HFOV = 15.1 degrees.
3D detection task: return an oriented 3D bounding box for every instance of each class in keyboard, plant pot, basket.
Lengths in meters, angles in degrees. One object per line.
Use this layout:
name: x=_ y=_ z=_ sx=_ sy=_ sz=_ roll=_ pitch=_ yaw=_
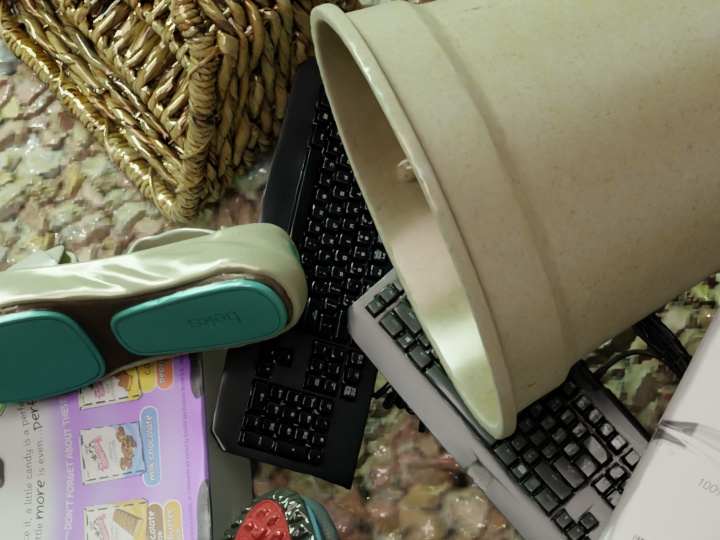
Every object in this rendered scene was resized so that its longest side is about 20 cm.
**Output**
keyboard: x=0.099 y=0.055 z=1.250 sx=0.127 sy=0.021 sz=0.200 roll=-40 pitch=77 yaw=-9
plant pot: x=0.101 y=-0.056 z=1.171 sx=0.183 sy=0.201 sz=0.201 roll=-24 pitch=65 yaw=-6
basket: x=-0.114 y=-0.148 z=1.348 sx=0.149 sy=0.143 sz=0.200 roll=-42 pitch=64 yaw=0
keyboard: x=0.000 y=0.000 z=1.288 sx=0.104 sy=0.040 sz=0.201 roll=17 pitch=75 yaw=-17

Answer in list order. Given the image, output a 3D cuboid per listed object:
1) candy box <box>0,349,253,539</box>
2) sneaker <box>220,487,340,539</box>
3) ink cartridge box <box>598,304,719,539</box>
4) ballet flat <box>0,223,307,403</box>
candy box: x=-0.156 y=0.107 z=1.313 sx=0.199 sy=0.072 sz=0.169 roll=-10 pitch=69 yaw=14
sneaker: x=-0.012 y=0.198 z=1.223 sx=0.079 sy=0.095 sz=0.201 roll=-20 pitch=76 yaw=32
ink cartridge box: x=0.183 y=0.122 z=1.174 sx=0.145 sy=0.083 sz=0.201 roll=27 pitch=80 yaw=11
ballet flat: x=-0.119 y=0.015 z=1.266 sx=0.199 sy=0.069 sz=0.070 roll=-9 pitch=69 yaw=12
